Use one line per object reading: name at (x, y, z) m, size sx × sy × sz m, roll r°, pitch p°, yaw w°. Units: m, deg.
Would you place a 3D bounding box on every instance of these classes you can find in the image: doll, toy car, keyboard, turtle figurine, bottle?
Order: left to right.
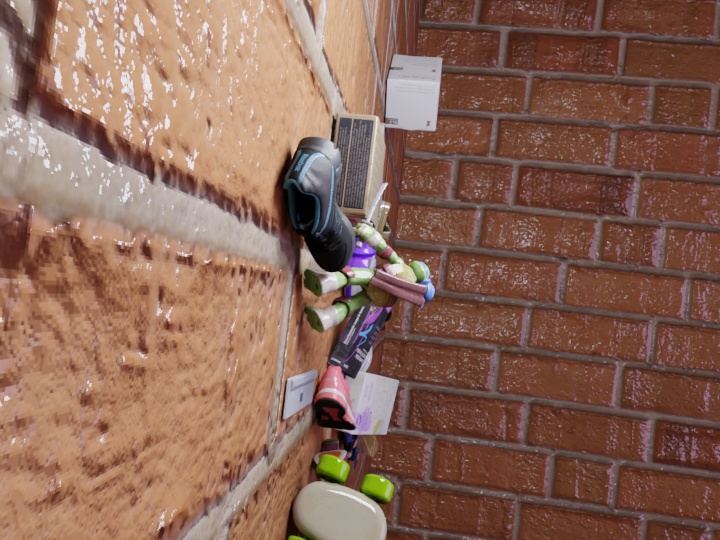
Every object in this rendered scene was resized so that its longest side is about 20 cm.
keyboard at (-0.091, 0.187, 0.842) m, size 0.200 × 0.011 × 0.057 m, roll 50°, pitch 52°, yaw -81°
toy car at (-0.046, 0.438, 0.941) m, size 0.200 × 0.157 × 0.165 m, roll 108°, pitch 6°, yaw -56°
doll at (-0.027, 0.432, 1.480) m, size 0.200 × 0.048 × 0.137 m, roll 88°, pitch 12°, yaw -52°
turtle figurine at (-0.005, 0.003, 0.845) m, size 0.201 × 0.193 × 0.144 m, roll 60°, pitch -32°, yaw 17°
bottle at (0.000, 0.000, 1.215) m, size 0.084 × 0.065 × 0.201 m, roll -53°, pitch 149°, yaw -67°

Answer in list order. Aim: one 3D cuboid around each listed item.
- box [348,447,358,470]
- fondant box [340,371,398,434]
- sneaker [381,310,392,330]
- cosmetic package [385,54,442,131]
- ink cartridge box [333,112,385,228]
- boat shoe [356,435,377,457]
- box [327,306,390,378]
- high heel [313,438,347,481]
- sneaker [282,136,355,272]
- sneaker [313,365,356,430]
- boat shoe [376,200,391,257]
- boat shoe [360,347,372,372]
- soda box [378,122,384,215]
box at (-0.018, 0.509, 1.712) m, size 0.121 × 0.032 × 0.201 m, roll 9°, pitch 86°, yaw -83°
fondant box at (0.018, 0.330, 1.364) m, size 0.200 × 0.058 × 0.145 m, roll 29°, pitch 73°, yaw -58°
sneaker at (0.047, 0.105, 1.613) m, size 0.201 × 0.097 × 0.071 m, roll -79°, pitch 170°, yaw -48°
cosmetic package at (0.171, -0.571, 1.761) m, size 0.201 × 0.164 × 0.166 m, roll -79°, pitch 172°, yaw -47°
ink cartridge box at (-0.005, -0.167, 0.969) m, size 0.200 × 0.075 × 0.166 m, roll 21°, pitch 76°, yaw -84°
boat shoe at (-0.011, 0.458, 1.600) m, size 0.071 × 0.069 × 0.201 m, roll -42°, pitch 122°, yaw -51°
box at (0.006, 0.128, 1.176) m, size 0.201 × 0.036 × 0.143 m, roll -61°, pitch 160°, yaw -11°
high heel at (-0.054, 0.402, 1.088) m, size 0.200 × 0.067 × 0.097 m, roll 58°, pitch 28°, yaw -85°
sneaker at (-0.058, -0.062, 0.674) m, size 0.201 × 0.073 × 0.082 m, roll 79°, pitch 28°, yaw -45°
sneaker at (-0.041, 0.248, 1.057) m, size 0.200 × 0.073 × 0.087 m, roll 86°, pitch 10°, yaw -57°
boat shoe at (0.056, -0.116, 1.611) m, size 0.074 × 0.066 × 0.201 m, roll -77°, pitch 171°, yaw -47°
boat shoe at (-0.005, 0.169, 1.389) m, size 0.070 × 0.071 × 0.201 m, roll 20°, pitch 84°, yaw -52°
soda box at (0.014, -0.210, 1.152) m, size 0.201 × 0.063 × 0.069 m, roll 91°, pitch 8°, yaw -46°
